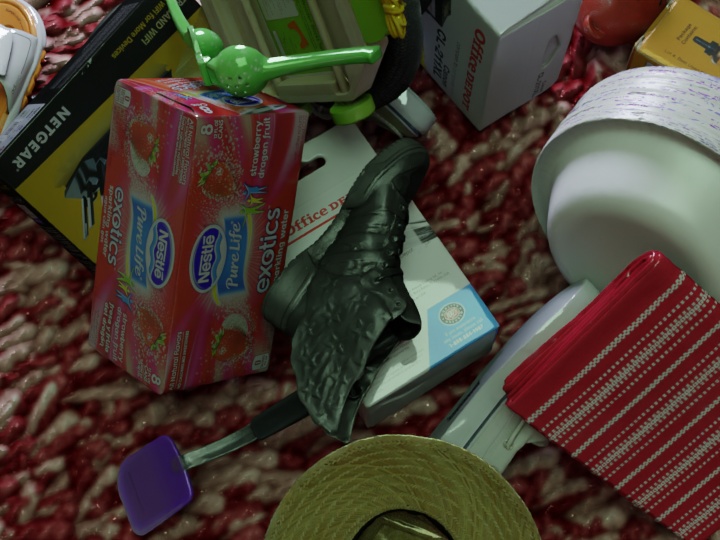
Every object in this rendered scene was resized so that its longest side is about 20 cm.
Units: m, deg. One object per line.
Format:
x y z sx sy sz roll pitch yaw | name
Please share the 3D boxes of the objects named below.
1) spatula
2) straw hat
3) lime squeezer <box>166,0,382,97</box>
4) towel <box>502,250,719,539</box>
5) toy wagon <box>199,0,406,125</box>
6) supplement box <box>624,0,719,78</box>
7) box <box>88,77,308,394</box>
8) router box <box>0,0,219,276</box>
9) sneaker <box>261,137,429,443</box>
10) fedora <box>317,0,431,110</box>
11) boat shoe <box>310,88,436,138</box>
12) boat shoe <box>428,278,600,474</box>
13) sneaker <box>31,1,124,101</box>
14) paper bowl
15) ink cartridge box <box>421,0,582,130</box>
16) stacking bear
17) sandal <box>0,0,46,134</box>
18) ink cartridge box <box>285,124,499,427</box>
-0.090 0.120 0.847 0.200 0.021 0.057 -30 71 8 | spatula
0.029 0.208 0.808 0.200 0.085 0.202 0 88 5 | straw hat
-0.086 -0.153 0.795 0.200 0.038 0.071 24 73 34 | lime squeezer
0.210 0.090 0.799 0.200 0.023 0.145 38 108 -20 | towel
-0.035 -0.176 0.819 0.200 0.156 0.040 5 36 45 | toy wagon
0.310 -0.131 0.943 0.200 0.069 0.067 37 73 12 | supplement box
-0.115 -0.027 0.827 0.100 0.201 0.095 -10 28 -44 | box
-0.163 -0.097 0.898 0.157 0.052 0.200 46 72 -28 | router box
0.010 0.010 0.821 0.104 0.060 0.200 36 80 22 | sneaker
-0.016 -0.216 0.879 0.200 0.201 0.092 40 54 15 | fedora
-0.029 -0.156 0.966 0.200 0.072 0.062 35 91 21 | boat shoe
0.112 0.097 0.837 0.066 0.072 0.200 39 94 0 | boat shoe
-0.220 -0.140 0.944 0.091 0.076 0.200 17 69 47 | sneaker
0.211 -0.032 0.826 0.200 0.201 0.104 32 60 13 | paper bowl
0.072 -0.233 0.942 0.083 0.146 0.200 -34 72 -14 | ink cartridge box
0.205 -0.284 0.983 0.121 0.114 0.201 5 75 -42 | stacking bear
-0.309 -0.144 0.952 0.079 0.059 0.207 -3 64 17 | sandal
0.000 0.000 0.896 0.116 0.068 0.200 -30 72 -9 | ink cartridge box
